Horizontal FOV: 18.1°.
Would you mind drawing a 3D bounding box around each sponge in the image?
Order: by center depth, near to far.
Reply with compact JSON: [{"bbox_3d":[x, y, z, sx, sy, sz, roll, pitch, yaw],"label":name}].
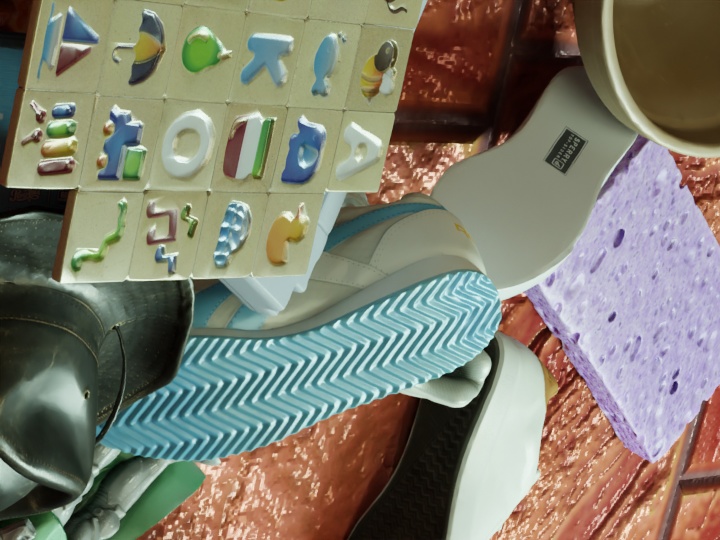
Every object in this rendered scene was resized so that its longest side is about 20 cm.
[{"bbox_3d":[0.160,0.014,1.294,0.112,0.030,0.200,-51,137,-14],"label":"sponge"}]

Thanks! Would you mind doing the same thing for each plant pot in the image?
[{"bbox_3d":[0.173,-0.167,1.161,0.200,0.093,0.201,-17,121,-31],"label":"plant pot"}]

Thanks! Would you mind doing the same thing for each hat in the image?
[{"bbox_3d":[-0.153,0.055,0.880,0.200,0.200,0.081,31,43,-48],"label":"hat"}]

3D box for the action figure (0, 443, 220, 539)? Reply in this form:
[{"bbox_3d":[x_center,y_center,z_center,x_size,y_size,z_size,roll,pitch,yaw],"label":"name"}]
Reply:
[{"bbox_3d":[-0.153,0.129,1.020,0.200,0.055,0.118,-43,134,-18],"label":"action figure"}]

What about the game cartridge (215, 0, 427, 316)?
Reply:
[{"bbox_3d":[-0.019,-0.090,0.910,0.201,0.041,0.133,-67,159,-10],"label":"game cartridge"}]

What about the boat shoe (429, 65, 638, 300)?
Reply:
[{"bbox_3d":[0.076,-0.031,1.130,0.200,0.072,0.068,-52,176,-48],"label":"boat shoe"}]

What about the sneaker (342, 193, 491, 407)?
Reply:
[{"bbox_3d":[0.000,0.000,1.089,0.075,0.081,0.200,-52,136,-10],"label":"sneaker"}]

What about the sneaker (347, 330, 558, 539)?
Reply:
[{"bbox_3d":[0.054,0.134,1.212,0.085,0.073,0.200,26,88,-46],"label":"sneaker"}]

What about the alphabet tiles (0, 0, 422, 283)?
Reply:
[{"bbox_3d":[-0.046,-0.077,0.811,0.200,0.006,0.167,-2,108,-51],"label":"alphabet tiles"}]

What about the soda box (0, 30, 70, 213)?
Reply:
[{"bbox_3d":[-0.173,-0.059,0.844,0.199,0.064,0.068,5,101,-25],"label":"soda box"}]

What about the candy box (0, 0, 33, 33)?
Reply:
[{"bbox_3d":[-0.104,-0.103,0.949,0.115,0.055,0.201,16,98,-48],"label":"candy box"}]

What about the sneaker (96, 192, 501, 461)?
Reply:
[{"bbox_3d":[-0.042,0.023,1.004,0.199,0.081,0.077,-14,131,-7],"label":"sneaker"}]
